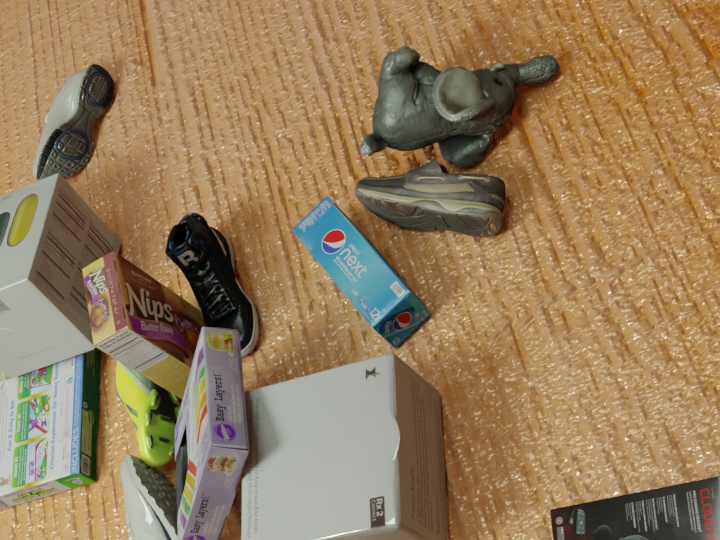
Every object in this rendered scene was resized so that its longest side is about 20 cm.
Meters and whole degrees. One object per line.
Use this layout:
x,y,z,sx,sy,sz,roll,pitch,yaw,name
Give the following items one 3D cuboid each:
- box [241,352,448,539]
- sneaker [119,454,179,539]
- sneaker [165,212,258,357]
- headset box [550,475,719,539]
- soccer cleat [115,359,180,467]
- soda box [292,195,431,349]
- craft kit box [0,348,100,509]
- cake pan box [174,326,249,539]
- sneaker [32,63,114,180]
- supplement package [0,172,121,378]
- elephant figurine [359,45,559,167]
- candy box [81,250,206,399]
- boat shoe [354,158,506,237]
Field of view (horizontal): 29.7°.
-0.018,0.224,1.509,0.198,0.131,0.201,-16,58,23,box
-0.254,0.309,1.648,0.081,0.076,0.200,-47,49,13,sneaker
-0.201,0.015,1.742,0.073,0.112,0.201,-32,53,13,sneaker
0.295,0.294,1.319,0.198,0.077,0.150,-16,58,25,headset box
-0.277,0.169,1.747,0.084,0.064,0.202,-38,51,32,soccer cleat
0.000,0.000,1.657,0.064,0.068,0.200,-42,51,4,soda box
-0.441,0.210,1.829,0.196,0.049,0.202,-16,58,20,craft kit box
-0.176,0.198,1.581,0.185,0.052,0.201,-97,21,-45,cake pan box
-0.441,-0.216,2.048,0.087,0.074,0.201,0,58,44,sneaker
-0.441,0.007,1.838,0.151,0.151,0.201,-19,42,22,supplement package
0.123,-0.202,1.662,0.198,0.141,0.157,13,101,19,elephant figurine
-0.259,0.073,1.690,0.056,0.200,0.117,-27,54,15,candy box
0.089,-0.092,1.655,0.198,0.075,0.074,12,67,25,boat shoe
